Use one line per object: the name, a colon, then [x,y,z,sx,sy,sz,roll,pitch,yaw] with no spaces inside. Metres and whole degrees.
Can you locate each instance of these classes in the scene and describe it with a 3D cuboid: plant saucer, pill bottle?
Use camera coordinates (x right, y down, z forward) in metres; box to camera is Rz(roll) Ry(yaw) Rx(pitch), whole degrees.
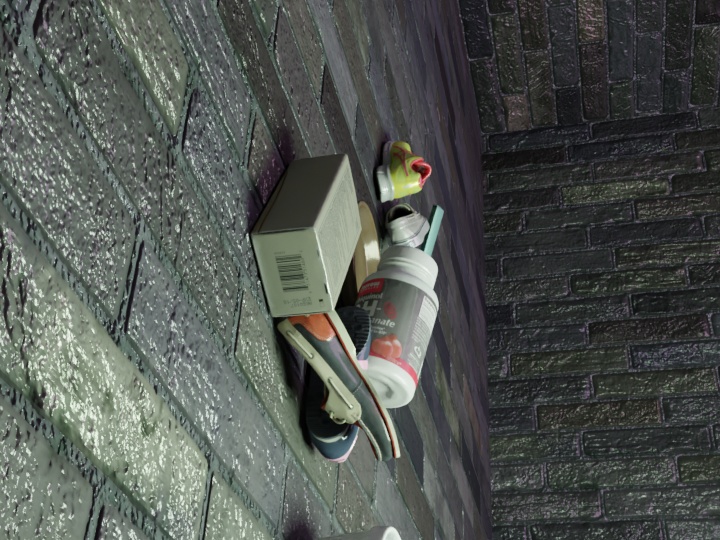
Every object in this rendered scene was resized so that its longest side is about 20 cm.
plant saucer: [0.114,-0.021,1.838,0.070,0.019,0.201,-117,-136,-85]
pill bottle: [0.041,0.070,1.345,0.111,0.110,0.201,70,32,-51]
plant saucer: [0.000,0.000,1.472,0.200,0.029,0.202,-6,90,-79]

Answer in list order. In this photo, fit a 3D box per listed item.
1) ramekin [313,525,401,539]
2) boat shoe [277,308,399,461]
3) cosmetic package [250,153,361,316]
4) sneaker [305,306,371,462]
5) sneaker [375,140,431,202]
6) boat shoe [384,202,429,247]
ramekin: [-0.013,0.376,1.075,0.200,0.104,0.202,-6,90,-79]
boat shoe: [-0.020,0.128,1.108,0.201,0.062,0.071,63,-12,-12]
cosmetic package: [-0.055,-0.043,1.125,0.200,0.073,0.104,-73,154,-62]
sneaker: [-0.025,0.136,1.222,0.082,0.070,0.201,79,19,-46]
sneaker: [0.082,-0.175,1.785,0.200,0.090,0.079,-77,156,-60]
boat shoe: [0.074,-0.084,1.773,0.200,0.072,0.066,-61,129,-72]
